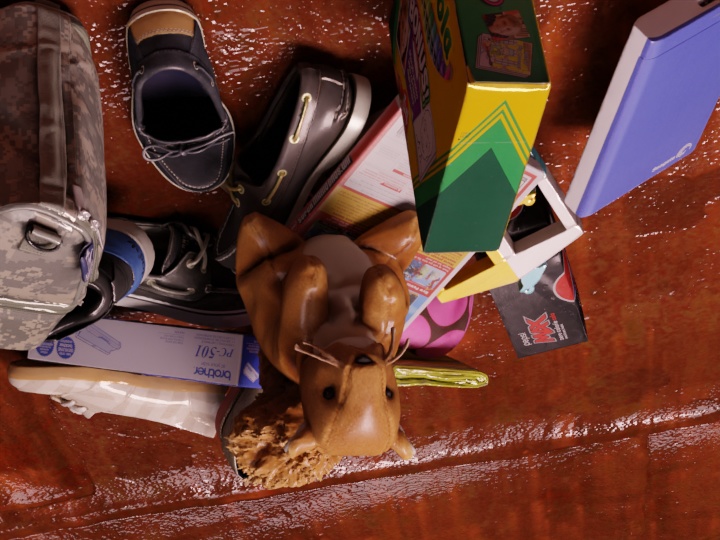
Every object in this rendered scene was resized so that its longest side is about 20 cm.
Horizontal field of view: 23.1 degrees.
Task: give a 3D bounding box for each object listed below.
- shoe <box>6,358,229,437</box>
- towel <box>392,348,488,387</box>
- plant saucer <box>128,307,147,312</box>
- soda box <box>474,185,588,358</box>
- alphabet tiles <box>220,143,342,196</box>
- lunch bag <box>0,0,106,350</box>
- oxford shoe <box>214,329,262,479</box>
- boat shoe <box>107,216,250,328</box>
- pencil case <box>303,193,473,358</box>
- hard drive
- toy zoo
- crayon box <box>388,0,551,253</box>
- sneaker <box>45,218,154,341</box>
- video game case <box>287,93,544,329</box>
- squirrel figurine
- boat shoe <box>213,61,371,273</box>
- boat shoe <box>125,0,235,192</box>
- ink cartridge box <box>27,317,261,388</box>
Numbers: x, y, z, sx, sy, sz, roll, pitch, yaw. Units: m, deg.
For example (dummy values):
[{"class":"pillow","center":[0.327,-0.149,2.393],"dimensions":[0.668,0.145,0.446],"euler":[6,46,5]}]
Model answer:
[{"class":"shoe","center":[-0.216,0.113,1.566],"dimensions":[0.199,0.054,0.070],"euler":[8,180,-16]},{"class":"towel","center":[0.036,0.078,1.521],"dimensions":[0.086,0.018,0.200],"euler":[6,-176,-18]},{"class":"plant saucer","center":[-0.102,0.022,1.511],"dimensions":[0.199,0.019,0.070],"euler":[5,147,-17]},{"class":"soda box","center":[0.140,-0.004,1.491],"dimensions":[0.070,0.064,0.200],"euler":[-15,147,10]},{"class":"alphabet tiles","center":[-0.025,-0.048,1.442],"dimensions":[0.166,0.008,0.200],"euler":[-23,143,21]},{"class":"lunch bag","center":[-0.241,-0.064,1.195],"dimensions":[0.139,0.201,0.168],"euler":[13,143,-28]},{"class":"oxford shoe","center":[-0.063,0.093,1.506],"dimensions":[0.070,0.075,0.201],"euler":[13,119,-20]},{"class":"boat shoe","center":[-0.149,-0.003,1.424],"dimensions":[0.199,0.071,0.064],"euler":[6,144,-17]},{"class":"pencil case","center":[0.000,0.000,1.438],"dimensions":[0.199,0.094,0.091],"euler":[23,180,-39]},{"class":"hard drive","center":[0.226,-0.133,1.297],"dimensions":[0.132,0.025,0.200],"euler":[-31,155,-27]},{"class":"toy zoo","center":[0.084,-0.055,1.365],"dimensions":[0.131,0.021,0.200],"euler":[-26,120,17]},{"class":"crayon box","center":[0.065,-0.142,1.144],"dimensions":[0.058,0.201,0.173],"euler":[-2,146,-9]},{"class":"sneaker","center":[-0.266,0.003,1.334],"dimensions":[0.199,0.111,0.077],"euler":[4,112,12]},{"class":"video game case","center":[0.025,-0.033,1.333],"dimensions":[0.142,0.017,0.200],"euler":[23,122,-33]},{"class":"squirrel figurine","center":[-0.020,0.078,1.278],"dimensions":[0.141,0.187,0.201],"euler":[4,131,-20]},{"class":"boat shoe","center":[-0.066,-0.077,1.325],"dimensions":[0.060,0.072,0.201],"euler":[17,127,-27]},{"class":"boat shoe","center":[-0.131,-0.111,1.275],"dimensions":[0.074,0.063,0.200],"euler":[-9,148,-2]},{"class":"ink cartridge box","center":[-0.164,0.066,1.452],"dimensions":[0.199,0.045,0.094],"euler":[5,176,25]}]
